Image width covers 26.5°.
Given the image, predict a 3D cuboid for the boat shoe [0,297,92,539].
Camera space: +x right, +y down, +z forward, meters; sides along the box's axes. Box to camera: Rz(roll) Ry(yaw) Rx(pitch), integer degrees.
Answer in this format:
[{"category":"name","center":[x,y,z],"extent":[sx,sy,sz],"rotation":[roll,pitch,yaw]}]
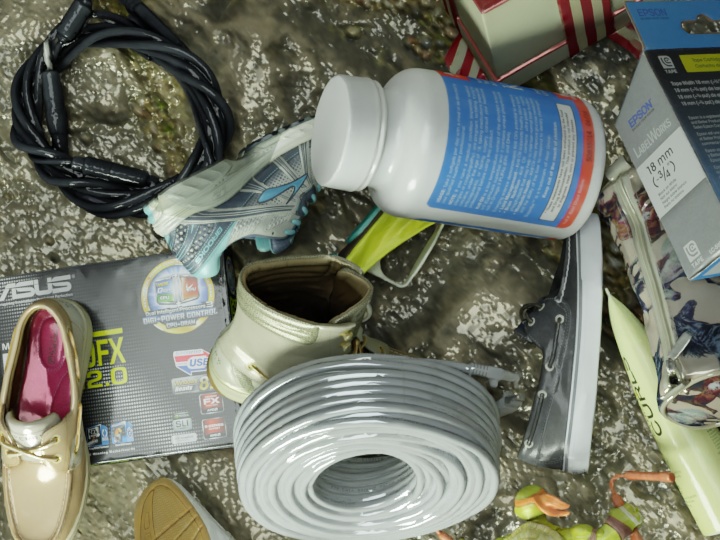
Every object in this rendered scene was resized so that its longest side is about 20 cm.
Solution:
[{"category":"boat shoe","center":[-0.248,0.118,1.170],"extent":[0.074,0.069,0.201],"rotation":[-1,83,8]}]

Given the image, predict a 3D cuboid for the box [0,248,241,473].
[{"category":"box","center":[-0.194,0.073,1.226],"extent":[0.199,0.044,0.161],"rotation":[-7,83,6]}]

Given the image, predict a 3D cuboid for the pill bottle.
[{"category":"pill bottle","center":[0.070,-0.089,1.132],"extent":[0.199,0.112,0.113],"rotation":[8,83,-21]}]

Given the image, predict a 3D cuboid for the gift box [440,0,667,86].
[{"category":"gift box","center":[0.129,-0.241,1.147],"extent":[0.184,0.187,0.200],"rotation":[-25,75,4]}]

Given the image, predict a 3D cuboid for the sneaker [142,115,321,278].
[{"category":"sneaker","center":[-0.069,-0.061,1.204],"extent":[0.200,0.078,0.086],"rotation":[-29,97,-17]}]

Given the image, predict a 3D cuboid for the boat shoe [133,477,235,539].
[{"category":"boat shoe","center":[-0.107,0.247,1.185],"extent":[0.071,0.069,0.200],"rotation":[-47,59,19]}]

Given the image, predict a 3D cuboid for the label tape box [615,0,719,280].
[{"category":"label tape box","center":[0.268,-0.099,1.117],"extent":[0.144,0.063,0.200],"rotation":[-6,63,-31]}]

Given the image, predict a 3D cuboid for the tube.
[{"category":"tube","center":[0.233,0.102,1.157],"extent":[0.052,0.058,0.200],"rotation":[-25,84,-35]}]

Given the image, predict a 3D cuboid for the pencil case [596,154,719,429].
[{"category":"pencil case","center":[0.232,0.012,1.117],"extent":[0.078,0.089,0.200],"rotation":[-28,57,27]}]

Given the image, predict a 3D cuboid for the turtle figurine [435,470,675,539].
[{"category":"turtle figurine","center":[0.149,0.226,1.134],"extent":[0.200,0.064,0.162],"rotation":[-15,88,24]}]

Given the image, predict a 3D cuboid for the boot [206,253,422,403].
[{"category":"boot","center":[-0.006,0.056,1.132],"extent":[0.199,0.155,0.072],"rotation":[12,57,-9]}]

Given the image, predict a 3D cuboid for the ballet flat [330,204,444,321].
[{"category":"ballet flat","center":[0.000,0.000,1.202],"extent":[0.200,0.067,0.067],"rotation":[-43,96,0]}]

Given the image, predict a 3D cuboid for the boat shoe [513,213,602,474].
[{"category":"boat shoe","center":[0.150,0.054,1.175],"extent":[0.066,0.070,0.201],"rotation":[4,91,6]}]

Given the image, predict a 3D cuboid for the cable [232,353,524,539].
[{"category":"cable","center":[0.005,0.136,1.119],"extent":[0.199,0.200,0.069],"rotation":[10,50,-18]}]

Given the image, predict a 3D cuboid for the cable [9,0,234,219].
[{"category":"cable","center":[-0.196,-0.124,1.247],"extent":[0.163,0.051,0.200],"rotation":[-44,81,1]}]
